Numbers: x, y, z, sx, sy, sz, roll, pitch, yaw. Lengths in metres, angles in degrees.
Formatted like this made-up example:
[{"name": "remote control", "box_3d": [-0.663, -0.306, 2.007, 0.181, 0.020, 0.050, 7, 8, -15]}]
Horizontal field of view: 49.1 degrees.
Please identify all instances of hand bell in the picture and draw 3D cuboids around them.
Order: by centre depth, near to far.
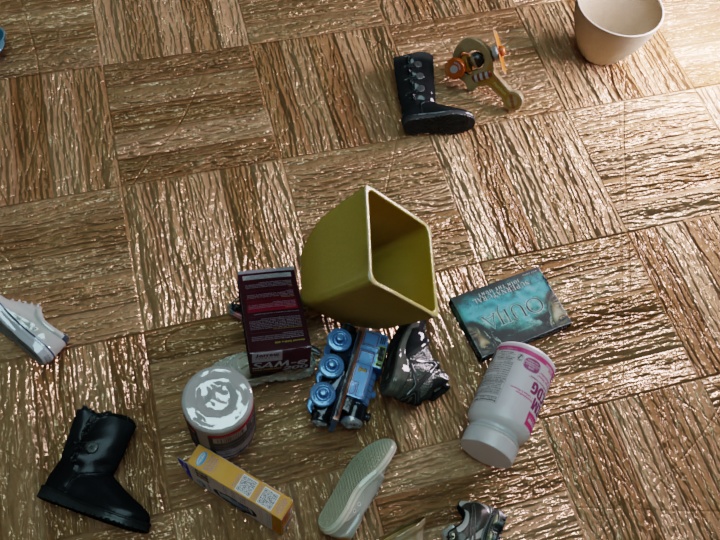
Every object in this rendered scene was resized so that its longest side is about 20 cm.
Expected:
[{"name": "hand bell", "box_3d": [0.103, 0.507, 1.248, 0.104, 0.104, 0.200, -24, 79, -17]}]

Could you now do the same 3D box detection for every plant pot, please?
[{"name": "plant pot", "box_3d": [0.000, 0.000, 1.431, 0.195, 0.200, 0.195, 28, 49, -42]}]

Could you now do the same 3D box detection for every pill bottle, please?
[{"name": "pill bottle", "box_3d": [-0.226, 0.241, 1.284, 0.110, 0.200, 0.111, 2, 61, -4]}, {"name": "pill bottle", "box_3d": [0.257, 0.235, 1.381, 0.113, 0.113, 0.200, 25, 62, 9]}]

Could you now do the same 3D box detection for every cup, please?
[{"name": "cup", "box_3d": [0.582, -0.566, 1.838, 0.200, 0.143, 0.201, 2, 61, -3]}]

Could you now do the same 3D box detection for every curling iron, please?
[{"name": "curling iron", "box_3d": [-0.159, 0.105, 1.465, 0.200, 0.026, 0.050, 29, 64, 11]}]

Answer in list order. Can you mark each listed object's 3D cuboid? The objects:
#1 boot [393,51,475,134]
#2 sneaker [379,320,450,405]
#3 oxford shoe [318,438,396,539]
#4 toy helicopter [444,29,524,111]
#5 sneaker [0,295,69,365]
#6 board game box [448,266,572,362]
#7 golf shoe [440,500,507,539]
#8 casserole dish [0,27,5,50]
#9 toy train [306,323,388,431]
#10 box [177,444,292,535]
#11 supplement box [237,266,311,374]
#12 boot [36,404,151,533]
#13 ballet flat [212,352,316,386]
[{"name": "boot", "box_3d": [0.161, -0.399, 1.758, 0.164, 0.066, 0.201, -1, 57, -8]}, {"name": "sneaker", "box_3d": [0.108, 0.164, 1.435, 0.114, 0.076, 0.200, 29, 43, -14]}, {"name": "oxford shoe", "box_3d": [0.001, 0.367, 1.321, 0.058, 0.075, 0.200, 54, 52, -23]}, {"name": "toy helicopter", "box_3d": [0.295, -0.442, 1.764, 0.200, 0.132, 0.079, 45, 32, -1]}, {"name": "sneaker", "box_3d": [-0.610, 0.086, 1.418, 0.200, 0.073, 0.071, 41, 56, 7]}, {"name": "board game box", "box_3d": [0.288, 0.082, 1.517, 0.199, 0.028, 0.136, -19, 64, -15]}, {"name": "golf shoe", "box_3d": [0.164, 0.467, 1.272, 0.094, 0.078, 0.200, 22, 51, 11]}, {"name": "casserole dish", "box_3d": [-0.874, -0.503, 1.731, 0.199, 0.039, 0.121, 18, 61, 6]}, {"name": "toy train", "box_3d": [-0.022, 0.190, 1.398, 0.114, 0.087, 0.200, 17, 61, 0]}, {"name": "box", "box_3d": [-0.202, 0.349, 1.273, 0.200, 0.119, 0.042, 30, 62, 11]}, {"name": "supplement box", "box_3d": [-0.156, 0.085, 1.404, 0.108, 0.061, 0.200, -5, 44, -11]}, {"name": "boot", "box_3d": [-0.408, 0.322, 1.293, 0.199, 0.076, 0.169, 16, 64, 11]}, {"name": "ballet flat", "box_3d": [-0.178, 0.166, 1.408, 0.199, 0.072, 0.072, -9, 62, -9]}]
